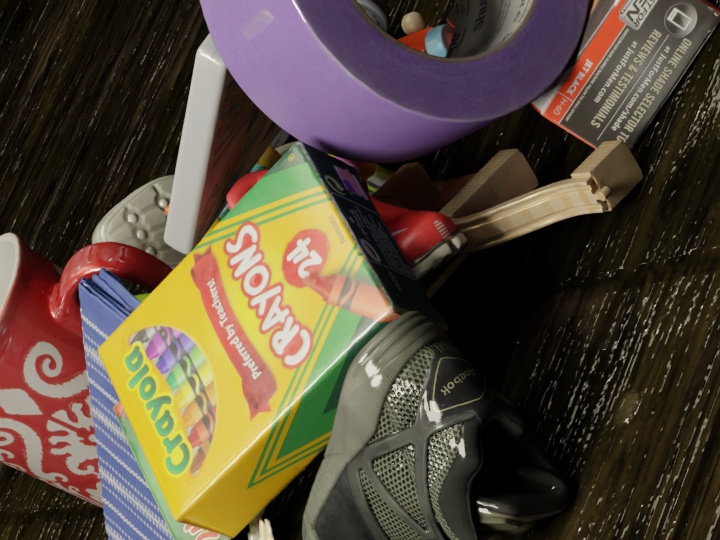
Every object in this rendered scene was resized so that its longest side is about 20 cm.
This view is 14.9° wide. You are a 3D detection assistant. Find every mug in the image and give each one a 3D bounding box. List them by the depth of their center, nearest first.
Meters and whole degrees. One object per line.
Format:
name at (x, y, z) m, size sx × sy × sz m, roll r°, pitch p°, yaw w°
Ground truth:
mug at (-0.155, 0.079, 1.697) m, size 0.177 × 0.199 × 0.134 m, roll -19°, pitch 44°, yaw 58°

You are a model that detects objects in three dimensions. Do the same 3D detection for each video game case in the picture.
video game case at (-0.049, -0.126, 1.563) m, size 0.183 × 0.022 × 0.200 m, roll -56°, pitch -8°, yaw -30°

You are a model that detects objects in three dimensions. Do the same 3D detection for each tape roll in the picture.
tape roll at (0.018, -0.163, 1.453) m, size 0.085 × 0.199 × 0.201 m, roll -24°, pitch 41°, yaw 55°

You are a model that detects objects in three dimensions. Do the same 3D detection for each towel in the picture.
towel at (-0.114, 0.111, 1.596) m, size 0.145 × 0.024 × 0.201 m, roll 34°, pitch 136°, yaw 47°

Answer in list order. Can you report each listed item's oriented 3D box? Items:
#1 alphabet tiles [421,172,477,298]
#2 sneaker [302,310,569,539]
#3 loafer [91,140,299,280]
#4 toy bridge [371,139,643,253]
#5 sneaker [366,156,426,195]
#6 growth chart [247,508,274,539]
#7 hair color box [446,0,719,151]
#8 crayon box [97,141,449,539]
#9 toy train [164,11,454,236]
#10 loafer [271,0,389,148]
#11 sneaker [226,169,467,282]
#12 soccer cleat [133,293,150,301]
alphabet tiles at (0.000, 0.000, 1.567) m, size 0.166 × 0.006 × 0.200 m, roll -14°, pitch 22°, yaw 38°
sneaker at (0.036, 0.122, 1.383) m, size 0.076 × 0.114 × 0.200 m, roll -31°, pitch -28°, yaw -37°
loafer at (-0.098, -0.031, 1.780) m, size 0.199 × 0.070 × 0.070 m, roll -18°, pitch -12°, yaw -43°
toy bridge at (0.069, -0.037, 1.506) m, size 0.067 × 0.027 × 0.200 m, roll -44°, pitch 22°, yaw -29°
sneaker at (-0.014, -0.093, 1.783) m, size 0.081 × 0.074 × 0.200 m, roll -54°, pitch 20°, yaw 22°
growth chart at (-0.022, 0.207, 1.390) m, size 0.200 × 0.018 × 0.146 m, roll -151°, pitch 53°, yaw -68°
hair color box at (0.123, -0.143, 1.551) m, size 0.102 × 0.061 × 0.200 m, roll -56°, pitch 23°, yaw 8°
crayon box at (-0.059, 0.048, 1.437) m, size 0.200 × 0.051 × 0.127 m, roll -46°, pitch 50°, yaw 19°
toy train at (-0.023, -0.072, 1.666) m, size 0.199 × 0.056 × 0.151 m, roll -21°, pitch 31°, yaw 32°
loafer at (-0.043, -0.149, 1.925) m, size 0.200 × 0.072 × 0.063 m, roll -43°, pitch 23°, yaw 44°
sneaker at (-0.019, -0.023, 1.504) m, size 0.077 × 0.085 × 0.200 m, roll -36°, pitch 19°, yaw -25°
soccer cleat at (-0.092, 0.033, 1.800) m, size 0.199 × 0.081 × 0.068 m, roll -7°, pitch 90°, yaw 43°
